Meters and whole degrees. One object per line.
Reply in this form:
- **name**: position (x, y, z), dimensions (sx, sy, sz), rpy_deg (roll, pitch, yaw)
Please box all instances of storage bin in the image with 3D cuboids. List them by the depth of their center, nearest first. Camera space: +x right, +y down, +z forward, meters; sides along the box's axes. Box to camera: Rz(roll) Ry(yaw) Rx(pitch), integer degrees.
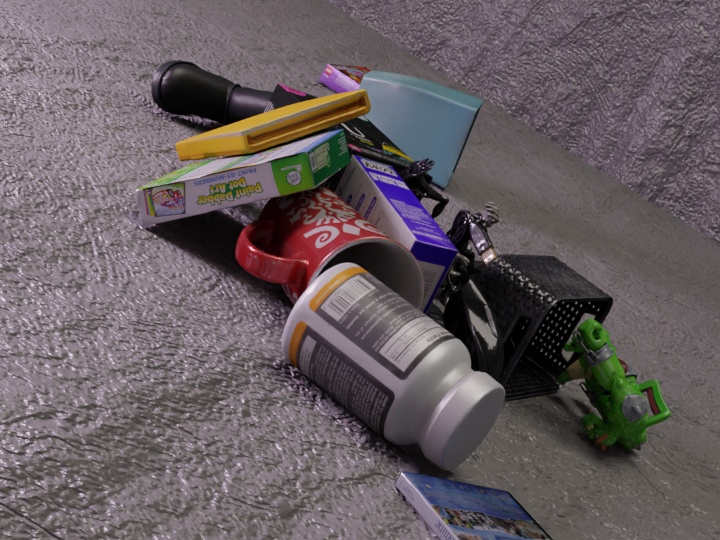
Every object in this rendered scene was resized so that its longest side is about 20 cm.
- **storage bin**: position (0.194, 0.063, 1.793), dimensions (0.093, 0.136, 0.199), rpy_deg (36, 17, 24)

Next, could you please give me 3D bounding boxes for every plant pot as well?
- **plant pot**: position (0.084, -0.250, 2.599), dimensions (0.198, 0.143, 0.141), rpy_deg (23, 15, 4)

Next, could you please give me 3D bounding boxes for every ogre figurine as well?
- **ogre figurine**: position (0.287, 0.135, 1.769), dimensions (0.097, 0.201, 0.121), rpy_deg (-21, 64, -20)

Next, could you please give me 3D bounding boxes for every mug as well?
- **mug**: position (-0.043, -0.022, 1.636), dimensions (0.178, 0.133, 0.200), rpy_deg (44, 2, -32)

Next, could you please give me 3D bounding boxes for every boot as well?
- **boot**: position (-0.166, -0.225, 2.100), dimensions (0.161, 0.074, 0.198), rpy_deg (15, 0, 32)

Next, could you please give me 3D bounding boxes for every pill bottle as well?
- **pill bottle**: position (0.031, 0.091, 1.459), dimensions (0.199, 0.117, 0.116), rpy_deg (37, 17, 23)

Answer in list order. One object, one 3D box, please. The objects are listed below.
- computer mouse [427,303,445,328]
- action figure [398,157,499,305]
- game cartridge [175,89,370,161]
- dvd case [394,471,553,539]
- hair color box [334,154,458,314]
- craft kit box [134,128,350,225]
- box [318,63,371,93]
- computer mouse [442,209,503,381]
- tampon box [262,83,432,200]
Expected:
- **computer mouse**: position (0.062, 0.084, 1.707), dimensions (0.058, 0.034, 0.200), rpy_deg (18, 23, -3)
- **action figure**: position (0.113, -0.038, 1.943), dimensions (0.101, 0.120, 0.200), rpy_deg (-7, -44, 42)
- **game cartridge**: position (-0.107, -0.169, 1.843), dimensions (0.175, 0.033, 0.199), rpy_deg (-22, 9, -28)
- **dvd case**: position (0.131, 0.245, 1.334), dimensions (0.142, 0.018, 0.200), rpy_deg (17, 19, -40)
- **hair color box**: position (0.027, -0.032, 1.741), dimensions (0.064, 0.110, 0.200), rpy_deg (13, 25, -31)
- **craft kit box**: position (-0.125, -0.104, 1.707), dimensions (0.195, 0.049, 0.200), rpy_deg (-9, 10, 13)
- **box**: position (0.020, -0.336, 2.916), dimensions (0.136, 0.039, 0.200), rpy_deg (34, 16, 14)
- **computer mouse**: position (0.130, 0.035, 1.660), dimensions (0.046, 0.141, 0.202), rpy_deg (0, 55, -21)
- **tampon box**: position (-0.034, -0.130, 2.010), dimensions (0.149, 0.127, 0.200), rpy_deg (15, 21, -41)
